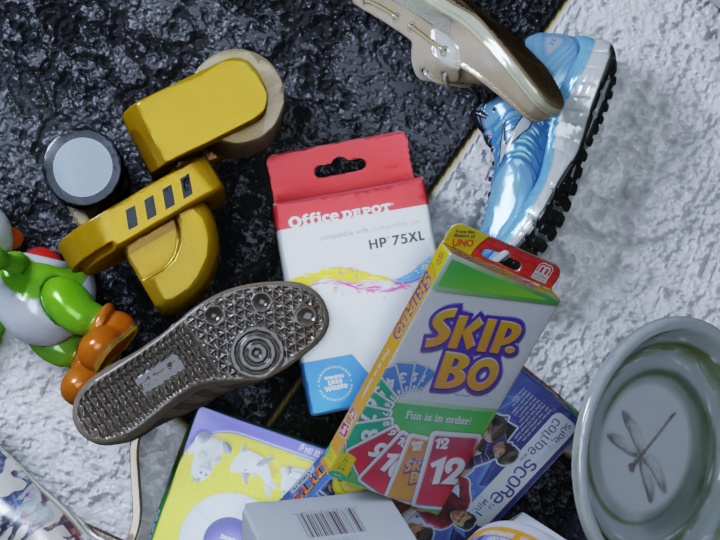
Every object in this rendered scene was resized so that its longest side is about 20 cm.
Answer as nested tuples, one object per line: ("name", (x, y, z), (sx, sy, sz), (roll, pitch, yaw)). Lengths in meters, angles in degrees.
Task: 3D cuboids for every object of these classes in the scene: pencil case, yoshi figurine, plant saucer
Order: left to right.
("yoshi figurine", (-0.270, 0.018, 1.607), (0.200, 0.112, 0.112), (40, 94, 4))
("pencil case", (-0.246, 0.185, 1.583), (0.200, 0.078, 0.090), (38, 105, 19))
("plant saucer", (0.215, 0.132, 1.604), (0.200, 0.050, 0.200), (-4, 96, -39))

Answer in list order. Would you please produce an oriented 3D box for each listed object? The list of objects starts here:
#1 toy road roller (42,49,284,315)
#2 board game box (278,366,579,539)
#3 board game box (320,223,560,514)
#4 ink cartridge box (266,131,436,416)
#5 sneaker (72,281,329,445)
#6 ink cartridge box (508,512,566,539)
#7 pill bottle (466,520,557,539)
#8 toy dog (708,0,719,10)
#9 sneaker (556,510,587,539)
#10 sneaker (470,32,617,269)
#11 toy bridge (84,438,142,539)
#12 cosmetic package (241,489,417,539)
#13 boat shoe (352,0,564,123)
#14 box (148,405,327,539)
("toy road roller", (-0.128, -0.057, 1.598), (0.200, 0.123, 0.146), (-29, 88, -5))
("board game box", (0.052, 0.143, 1.592), (0.135, 0.034, 0.200), (39, 97, -28))
("board game box", (0.060, 0.070, 1.529), (0.095, 0.030, 0.200), (22, 102, -24))
("ink cartridge box", (0.000, 0.000, 1.627), (0.116, 0.067, 0.200), (-11, 88, -2))
("sneaker", (-0.117, 0.063, 1.590), (0.200, 0.076, 0.071), (-24, 88, 0))
("ink cartridge box", (0.177, 0.258, 1.556), (0.037, 0.095, 0.200), (-32, 43, -34))
("pill bottle", (0.069, 0.270, 1.479), (0.112, 0.112, 0.200), (46, 49, 2))
("toy dog", (0.351, -0.231, 1.614), (0.200, 0.140, 0.194), (-7, 74, -1))
("sneaker", (0.214, 0.266, 1.623), (0.083, 0.072, 0.200), (-10, 64, -43))
("sneaker", (0.121, -0.088, 1.643), (0.090, 0.078, 0.200), (21, 81, 16))
("toy bridge", (-0.204, 0.199, 1.635), (0.067, 0.027, 0.200), (24, 86, 0))
("cosmetic package", (-0.025, 0.265, 1.557), (0.113, 0.081, 0.200), (-4, 116, -17))
("boat shoe", (0.070, -0.164, 1.615), (0.200, 0.072, 0.065), (45, 104, 28))
("box", (-0.100, 0.212, 1.627), (0.117, 0.048, 0.200), (19, 88, 0))
